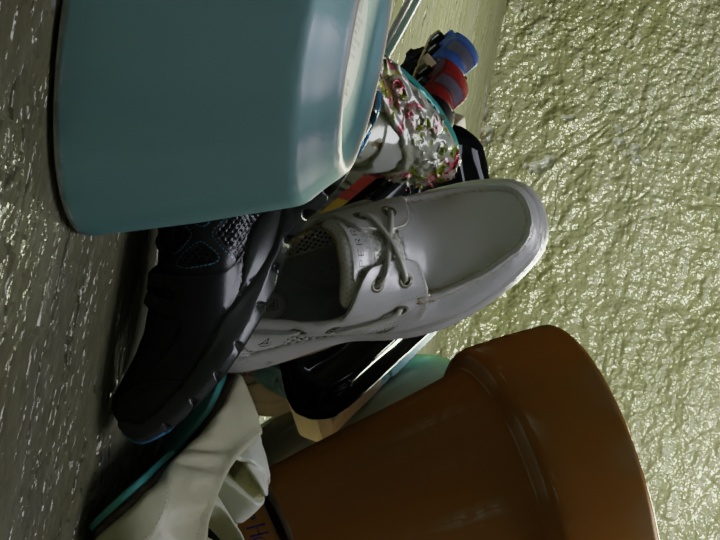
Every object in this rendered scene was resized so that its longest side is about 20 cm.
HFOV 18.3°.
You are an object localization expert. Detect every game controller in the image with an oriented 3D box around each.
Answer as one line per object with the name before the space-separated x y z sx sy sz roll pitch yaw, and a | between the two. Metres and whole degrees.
game controller | 0.016 -0.002 1.270 0.200 0.042 0.105 -40 123 -43

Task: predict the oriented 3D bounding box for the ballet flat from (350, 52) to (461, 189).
ballet flat | -0.020 -0.094 1.093 0.200 0.075 0.064 50 53 -37

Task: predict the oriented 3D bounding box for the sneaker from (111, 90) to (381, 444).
sneaker | -0.070 -0.016 1.038 0.201 0.082 0.073 -61 -175 3

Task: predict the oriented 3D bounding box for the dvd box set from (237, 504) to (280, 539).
dvd box set | -0.052 0.203 1.217 0.200 0.029 0.147 -119 -157 -48

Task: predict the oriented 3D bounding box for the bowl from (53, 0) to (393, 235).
bowl | -0.046 -0.105 0.908 0.201 0.104 0.202 10 90 -83

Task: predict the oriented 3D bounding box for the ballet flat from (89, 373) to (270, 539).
ballet flat | -0.081 0.112 1.120 0.200 0.069 0.070 -54 154 -68

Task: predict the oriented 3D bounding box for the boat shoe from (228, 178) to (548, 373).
boat shoe | 0.000 0.000 1.145 0.069 0.199 0.071 60 9 -72

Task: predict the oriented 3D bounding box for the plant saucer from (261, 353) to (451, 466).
plant saucer | -0.022 0.100 1.395 0.050 0.200 0.200 57 9 0

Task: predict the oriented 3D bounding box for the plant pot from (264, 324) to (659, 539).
plant pot | 0.044 0.148 1.234 0.200 0.182 0.201 166 -90 -76

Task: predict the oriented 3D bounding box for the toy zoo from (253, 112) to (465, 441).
toy zoo | 0.004 0.010 1.304 0.200 0.020 0.132 -42 139 -41

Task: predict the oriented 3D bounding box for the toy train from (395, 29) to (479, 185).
toy train | 0.040 -0.100 1.284 0.046 0.034 0.200 -37 -167 20

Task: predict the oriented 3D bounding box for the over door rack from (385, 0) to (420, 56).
over door rack | 0.000 -0.124 1.221 0.200 0.067 0.148 -49 -172 21

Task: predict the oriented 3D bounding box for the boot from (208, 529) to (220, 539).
boot | -0.095 0.243 1.156 0.154 0.073 0.204 95 -2 -51

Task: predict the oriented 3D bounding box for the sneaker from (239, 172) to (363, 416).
sneaker | -0.025 -0.014 1.317 0.100 0.075 0.201 65 44 -68
